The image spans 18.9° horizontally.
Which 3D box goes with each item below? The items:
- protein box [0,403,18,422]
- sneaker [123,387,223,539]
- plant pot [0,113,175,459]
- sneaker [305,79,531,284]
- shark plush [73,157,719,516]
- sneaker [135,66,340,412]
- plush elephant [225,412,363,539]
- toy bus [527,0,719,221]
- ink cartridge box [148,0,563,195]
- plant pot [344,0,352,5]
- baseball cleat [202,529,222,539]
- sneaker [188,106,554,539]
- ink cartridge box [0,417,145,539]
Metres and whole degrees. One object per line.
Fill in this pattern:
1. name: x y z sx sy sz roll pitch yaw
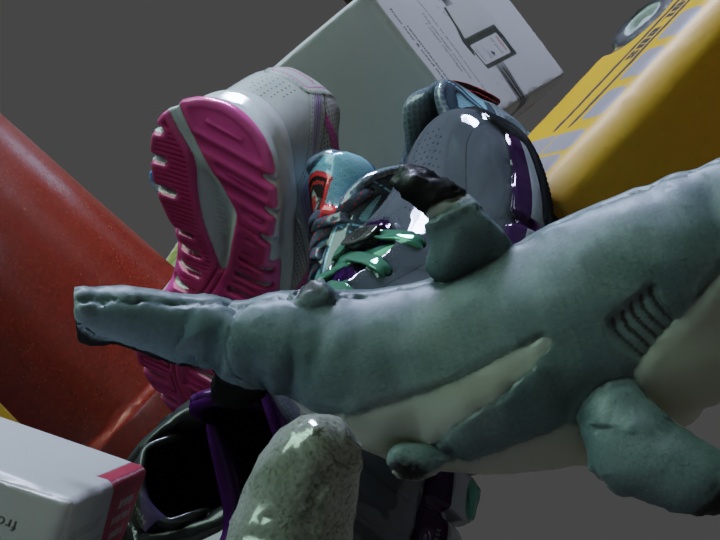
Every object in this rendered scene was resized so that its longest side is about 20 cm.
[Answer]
1. protein box: -0.241 0.140 0.950 0.200 0.199 0.135 -35 13 35
2. sneaker: -0.062 0.077 0.777 0.087 0.076 0.200 0 -28 -47
3. plant pot: -0.170 0.040 1.088 0.201 0.195 0.201 -42 11 10
4. sneaker: 0.000 0.000 0.881 0.200 0.096 0.079 -50 13 -32
5. shark plush: 0.026 0.007 0.594 0.198 0.084 0.091 3 17 14
6. sneaker: -0.041 -0.003 0.952 0.088 0.081 0.201 -40 -29 -43
7. plush elephant: -0.030 0.105 0.441 0.155 0.164 0.201 -51 31 43
8. toy bus: 0.104 -0.042 0.749 0.200 0.065 0.078 -46 13 -17
9. ink cartridge box: 0.004 -0.072 1.071 0.146 0.085 0.200 -38 -1 21
10. plant pot: 0.083 -0.273 1.465 0.174 0.201 0.201 -7 33 43
11. baseball cleat: -0.085 0.143 0.716 0.200 0.070 0.107 -35 13 40
12. sneaker: -0.001 0.025 0.647 0.074 0.087 0.201 -26 44 49
13. ink cartridge box: -0.137 0.141 0.609 0.147 0.082 0.202 47 -119 -88
